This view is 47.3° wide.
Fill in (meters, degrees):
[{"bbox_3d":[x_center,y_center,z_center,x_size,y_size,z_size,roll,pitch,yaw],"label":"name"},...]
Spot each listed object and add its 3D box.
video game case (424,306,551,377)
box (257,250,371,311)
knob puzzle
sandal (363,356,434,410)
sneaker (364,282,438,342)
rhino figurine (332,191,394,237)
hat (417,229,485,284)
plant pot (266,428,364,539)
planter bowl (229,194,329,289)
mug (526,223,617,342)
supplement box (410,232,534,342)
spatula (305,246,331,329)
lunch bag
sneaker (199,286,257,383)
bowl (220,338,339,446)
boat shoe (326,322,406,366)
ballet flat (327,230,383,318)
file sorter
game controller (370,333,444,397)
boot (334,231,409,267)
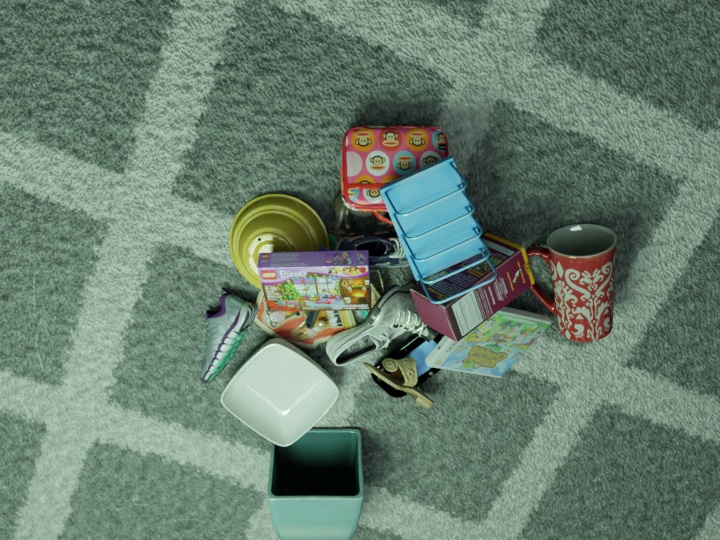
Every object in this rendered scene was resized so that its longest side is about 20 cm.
[{"bbox_3d":[0.256,0.142,1.645,0.199,0.022,0.182,12,129,-31],"label":"video game case"},{"bbox_3d":[-0.080,0.022,1.502,0.198,0.039,0.137,-1,142,3],"label":"box"},{"bbox_3d":[-0.123,0.078,1.652,0.218,0.031,0.221,0,118,-1],"label":"knob puzzle"},{"bbox_3d":[0.091,0.208,1.669,0.211,0.078,0.070,38,89,-38],"label":"sandal"},{"bbox_3d":[0.095,0.087,1.564,0.115,0.200,0.076,41,115,15],"label":"sneaker"},{"bbox_3d":[0.039,-0.124,1.553,0.198,0.060,0.088,-13,78,2],"label":"rhino figurine"},{"bbox_3d":[0.169,0.005,1.600,0.199,0.081,0.202,-11,110,-30],"label":"hat"},{"bbox_3d":[-0.094,0.479,1.755,0.194,0.197,0.201,0,123,-2],"label":"plant pot"},{"bbox_3d":[-0.163,-0.038,1.557,0.199,0.084,0.202,2,107,7],"label":"planter bowl"},{"bbox_3d":[0.423,0.021,1.623,0.133,0.177,0.201,-29,122,-29],"label":"mug"},{"bbox_3d":[0.207,0.029,1.514,0.199,0.110,0.086,-35,121,-18],"label":"supplement box"},{"bbox_3d":[-0.079,0.042,1.585,0.056,0.021,0.201,31,133,15],"label":"spatula"},{"bbox_3d":[0.060,-0.170,1.493,0.198,0.082,0.178,-1,87,-6],"label":"lunch bag"},{"bbox_3d":[-0.288,0.131,1.666,0.087,0.074,0.201,35,107,8],"label":"sneaker"},{"bbox_3d":[-0.165,0.241,1.704,0.199,0.075,0.200,39,108,-17],"label":"bowl"},{"bbox_3d":[0.027,0.133,1.655,0.199,0.069,0.072,-20,121,-5],"label":"boat shoe"},{"bbox_3d":[0.000,0.000,1.615,0.065,0.070,0.201,-29,110,-16],"label":"ballet flat"},{"bbox_3d":[0.139,-0.064,1.422,0.138,0.123,0.201,-23,121,2],"label":"file sorter"},{"bbox_3d":[0.120,0.185,1.708,0.200,0.042,0.104,-39,110,14],"label":"game controller"},{"bbox_3d":[0.057,-0.038,1.548,0.199,0.090,0.073,-8,93,-23],"label":"boot"}]
